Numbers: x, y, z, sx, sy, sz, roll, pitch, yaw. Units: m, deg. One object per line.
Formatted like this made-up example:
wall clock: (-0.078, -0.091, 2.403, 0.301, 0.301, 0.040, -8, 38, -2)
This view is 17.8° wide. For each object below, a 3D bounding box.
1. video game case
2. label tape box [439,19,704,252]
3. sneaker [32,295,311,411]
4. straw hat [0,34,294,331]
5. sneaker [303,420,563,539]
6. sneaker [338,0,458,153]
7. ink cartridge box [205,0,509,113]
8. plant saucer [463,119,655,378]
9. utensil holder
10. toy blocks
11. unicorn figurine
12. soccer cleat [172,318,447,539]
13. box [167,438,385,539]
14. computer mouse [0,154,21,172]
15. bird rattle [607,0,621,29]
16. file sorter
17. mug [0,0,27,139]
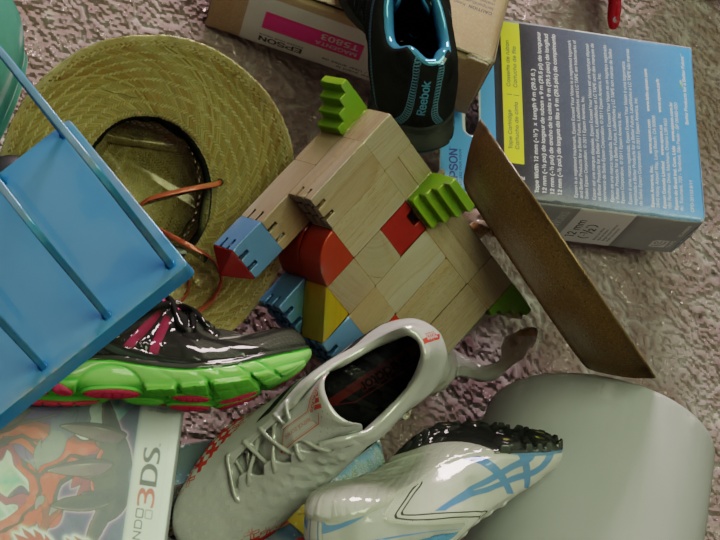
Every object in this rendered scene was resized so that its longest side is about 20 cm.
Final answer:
video game case: (-0.210, 0.132, 1.353, 0.200, 0.023, 0.183, 10, 68, -11)
label tape box: (0.143, -0.099, 1.662, 0.200, 0.066, 0.144, 6, 67, -14)
sneaker: (-0.124, 0.038, 1.358, 0.200, 0.077, 0.084, 4, 74, -15)
straw hat: (-0.139, -0.051, 1.462, 0.201, 0.085, 0.201, -1, 97, -11)
sneaker: (0.044, 0.140, 1.375, 0.200, 0.072, 0.073, -19, 113, -39)
sneaker: (0.032, -0.171, 1.481, 0.073, 0.082, 0.200, -4, 50, -12)
ink cartridge box: (0.009, -0.220, 1.603, 0.200, 0.075, 0.165, 19, 61, -3)
plant saucer: (0.120, -0.005, 1.473, 0.035, 0.200, 0.200, -35, 89, 4)
utensil holder: (0.135, 0.190, 1.478, 0.170, 0.170, 0.200, 27, 57, -18)
toy blocks: (0.000, 0.000, 1.429, 0.137, 0.100, 0.200, -48, 121, -16)
unicorn figurine: (0.042, 0.039, 1.535, 0.074, 0.137, 0.200, 52, 18, -47)
soccer cleat: (-0.033, 0.097, 1.355, 0.200, 0.085, 0.069, -37, 83, -1)
box: (-0.074, 0.171, 1.406, 0.200, 0.038, 0.137, -9, 74, -14)
computer mouse: (-0.187, 0.025, 1.402, 0.059, 0.034, 0.200, -23, 102, -8)
bird rattle: (0.245, -0.278, 1.752, 0.200, 0.163, 0.113, -7, 55, -42)
file sorter: (-0.225, -0.006, 1.283, 0.200, 0.123, 0.139, -39, 58, -5)
mug: (-0.277, -0.102, 1.381, 0.114, 0.152, 0.185, 24, 103, -21)
